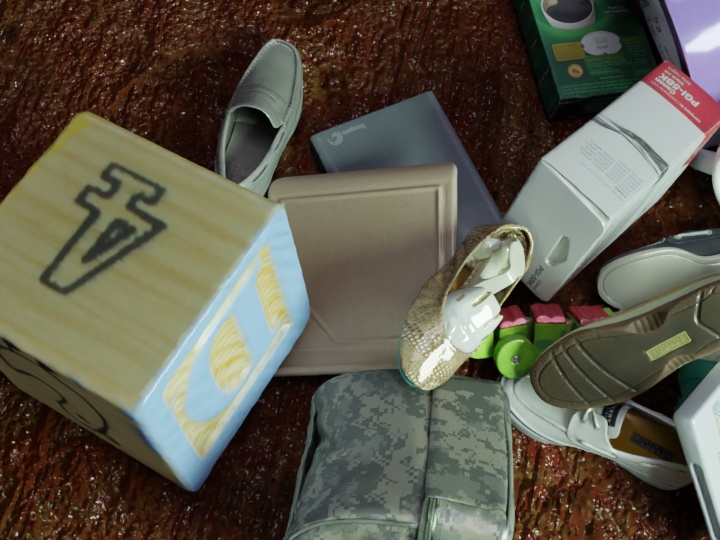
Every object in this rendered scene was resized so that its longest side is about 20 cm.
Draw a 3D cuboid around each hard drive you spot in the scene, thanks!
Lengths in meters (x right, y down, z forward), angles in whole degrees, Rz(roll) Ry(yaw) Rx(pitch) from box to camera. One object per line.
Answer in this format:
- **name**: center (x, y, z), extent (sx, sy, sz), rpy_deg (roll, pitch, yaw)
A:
- **hard drive**: center (0.053, -0.068, 1.004), extent (0.139, 0.033, 0.201), rpy_deg (-22, 72, -14)

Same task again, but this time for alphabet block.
- **alphabet block**: center (-0.180, 0.027, 0.836), extent (0.199, 0.196, 0.197), rpy_deg (25, 65, 18)

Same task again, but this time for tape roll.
- **tape roll**: center (0.331, -0.258, 1.007), extent (0.084, 0.200, 0.201), rpy_deg (-21, 69, 12)

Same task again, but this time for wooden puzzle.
- **wooden puzzle**: center (0.000, 0.000, 0.942), extent (0.183, 0.037, 0.202), rpy_deg (-4, 69, 16)

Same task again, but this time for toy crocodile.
- **toy crocodile**: center (0.175, 0.057, 0.936), extent (0.198, 0.068, 0.062), rpy_deg (0, 112, -7)

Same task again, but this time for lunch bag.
- **lunch bag**: center (0.029, 0.173, 0.820), extent (0.166, 0.140, 0.201), rpy_deg (10, 34, 2)

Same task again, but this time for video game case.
- **video game case**: center (0.350, 0.136, 0.880), extent (0.200, 0.023, 0.183), rpy_deg (-39, 119, -29)

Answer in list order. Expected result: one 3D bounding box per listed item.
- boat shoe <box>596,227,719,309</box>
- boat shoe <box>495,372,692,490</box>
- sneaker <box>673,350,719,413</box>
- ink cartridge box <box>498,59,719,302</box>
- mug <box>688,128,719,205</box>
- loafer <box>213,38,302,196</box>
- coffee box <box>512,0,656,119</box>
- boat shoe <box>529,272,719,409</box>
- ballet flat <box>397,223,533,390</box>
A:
- **boat shoe**: center (0.322, -0.004, 1.006), extent (0.198, 0.073, 0.063), rpy_deg (-8, 26, -4)
- **boat shoe**: center (0.217, 0.134, 0.918), extent (0.199, 0.070, 0.071), rpy_deg (27, 67, 7)
- **sneaker**: center (0.352, 0.101, 0.945), extent (0.199, 0.122, 0.083), rpy_deg (-11, 21, -43)
- **ink cartridge box**: center (0.226, -0.083, 0.950), extent (0.083, 0.147, 0.200), rpy_deg (45, 58, 13)
- **mug**: center (0.409, -0.114, 0.998), extent (0.175, 0.149, 0.199), rpy_deg (-25, 29, -31)
- **loafer**: center (-0.098, -0.146, 0.999), extent (0.069, 0.070, 0.202), rpy_deg (12, 67, 0)
- **coffee box**: center (0.236, -0.263, 1.099), extent (0.122, 0.044, 0.202), rpy_deg (-9, 69, -12)
- **boat shoe**: center (0.239, 0.058, 0.871), extent (0.199, 0.076, 0.072), rpy_deg (-25, 100, 27)
- **ballet flat**: center (0.094, 0.019, 0.855), extent (0.071, 0.065, 0.200), rpy_deg (52, 44, -19)
